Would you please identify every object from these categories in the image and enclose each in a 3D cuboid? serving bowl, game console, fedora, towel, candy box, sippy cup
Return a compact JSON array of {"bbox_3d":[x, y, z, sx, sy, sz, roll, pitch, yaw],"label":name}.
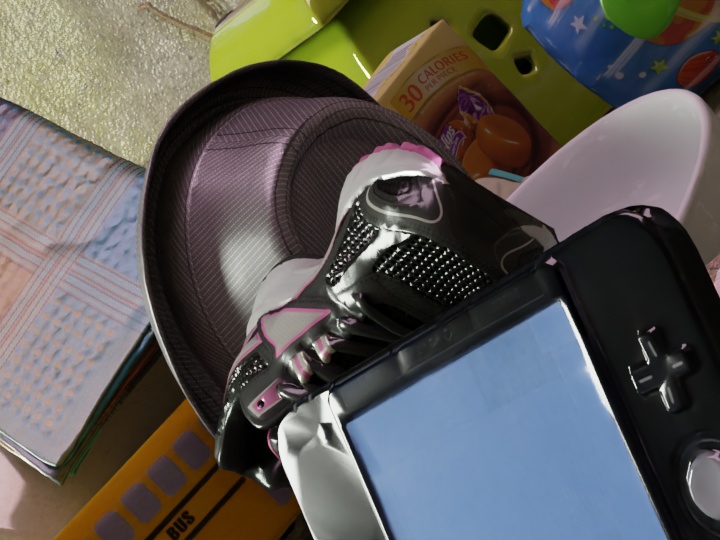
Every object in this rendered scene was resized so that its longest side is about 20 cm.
[{"bbox_3d":[0.077,0.031,0.773,0.200,0.066,0.200,-48,13,15],"label":"serving bowl"},{"bbox_3d":[0.027,0.103,0.613,0.116,0.177,0.200,-17,-10,-41],"label":"game console"},{"bbox_3d":[0.000,0.000,0.907,0.090,0.201,0.177,-8,35,50],"label":"fedora"},{"bbox_3d":[-0.158,0.003,1.020,0.199,0.022,0.147,27,75,41],"label":"towel"},{"bbox_3d":[0.017,-0.014,1.047,0.056,0.117,0.200,-29,20,53],"label":"candy box"},{"bbox_3d":[0.150,-0.148,1.036,0.131,0.177,0.140,-52,52,20],"label":"sippy cup"}]

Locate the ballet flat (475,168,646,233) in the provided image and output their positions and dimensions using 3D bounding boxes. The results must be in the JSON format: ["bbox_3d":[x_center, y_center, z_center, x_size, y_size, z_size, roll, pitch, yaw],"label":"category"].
[{"bbox_3d":[0.085,-0.009,0.937,0.070,0.069,0.200,-46,7,-6],"label":"ballet flat"}]

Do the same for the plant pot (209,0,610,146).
[{"bbox_3d":[0.038,-0.135,1.241,0.200,0.182,0.199,-49,11,-22],"label":"plant pot"}]

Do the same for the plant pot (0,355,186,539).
[{"bbox_3d":[-0.128,0.095,1.062,0.200,0.200,0.184,-33,27,48],"label":"plant pot"}]

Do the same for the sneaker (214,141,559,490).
[{"bbox_3d":[0.003,0.031,0.751,0.087,0.080,0.200,-65,7,-27],"label":"sneaker"}]

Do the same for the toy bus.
[{"bbox_3d":[-0.080,0.117,0.928,0.065,0.078,0.200,-47,0,43],"label":"toy bus"}]

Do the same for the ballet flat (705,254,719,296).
[{"bbox_3d":[0.142,0.013,0.628,0.200,0.068,0.067,-45,18,14],"label":"ballet flat"}]
